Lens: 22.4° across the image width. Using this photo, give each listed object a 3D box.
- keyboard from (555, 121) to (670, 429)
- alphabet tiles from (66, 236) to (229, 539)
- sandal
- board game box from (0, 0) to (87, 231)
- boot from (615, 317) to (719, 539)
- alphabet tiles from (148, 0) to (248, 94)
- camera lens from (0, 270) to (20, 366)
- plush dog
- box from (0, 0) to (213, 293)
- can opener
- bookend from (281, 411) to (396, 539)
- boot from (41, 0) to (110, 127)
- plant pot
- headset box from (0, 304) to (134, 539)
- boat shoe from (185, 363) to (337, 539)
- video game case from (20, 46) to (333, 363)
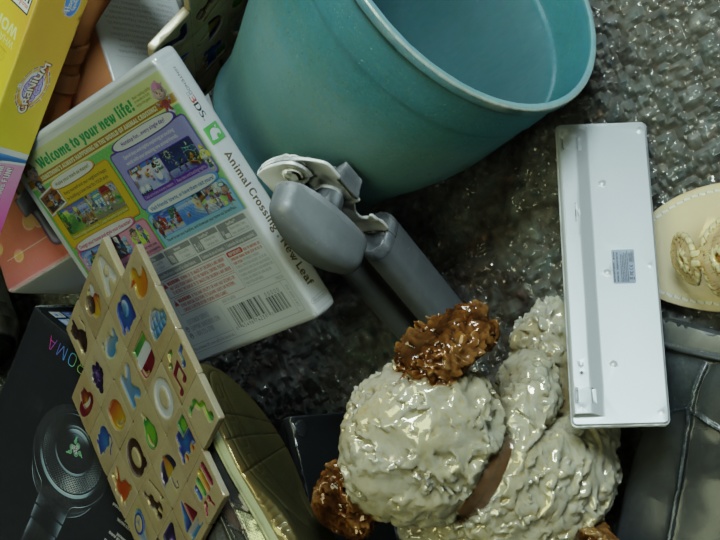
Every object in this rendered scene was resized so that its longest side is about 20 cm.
[{"bbox_3d":[0.147,-0.001,1.067,0.056,0.011,0.202,1,62,-1],"label":"keyboard"},{"bbox_3d":[-0.138,0.086,1.154,0.201,0.006,0.167,61,143,28],"label":"alphabet tiles"},{"bbox_3d":[0.236,-0.012,1.031,0.210,0.069,0.078,4,92,33],"label":"sandal"},{"bbox_3d":[-0.259,-0.139,1.180,0.153,0.040,0.201,41,118,33],"label":"board game box"},{"bbox_3d":[0.223,0.143,1.040,0.164,0.065,0.202,15,95,41],"label":"boot"},{"bbox_3d":[-0.065,-0.189,1.151,0.006,0.167,0.200,38,74,10],"label":"alphabet tiles"},{"bbox_3d":[-0.356,-0.002,1.368,0.159,0.159,0.202,-30,74,29],"label":"camera lens"},{"bbox_3d":[0.063,0.112,1.058,0.201,0.171,0.161,-60,28,19],"label":"plush dog"},{"bbox_3d":[-0.195,-0.104,1.294,0.152,0.106,0.202,-28,74,30],"label":"box"},{"bbox_3d":[0.000,0.000,1.111,0.053,0.200,0.067,-5,53,32],"label":"can opener"},{"bbox_3d":[-0.075,0.215,1.221,0.197,0.092,0.202,-18,79,32],"label":"bookend"},{"bbox_3d":[-0.189,-0.168,1.184,0.199,0.076,0.157,17,99,30],"label":"boot"},{"bbox_3d":[0.009,-0.133,1.118,0.188,0.199,0.201,-40,68,41],"label":"plant pot"},{"bbox_3d":[-0.184,0.153,1.293,0.174,0.092,0.201,34,108,29],"label":"headset box"},{"bbox_3d":[-0.066,0.154,1.118,0.066,0.072,0.202,-38,74,20],"label":"boat shoe"},{"bbox_3d":[-0.125,-0.029,1.144,0.199,0.022,0.183,-22,104,51],"label":"video game case"}]
